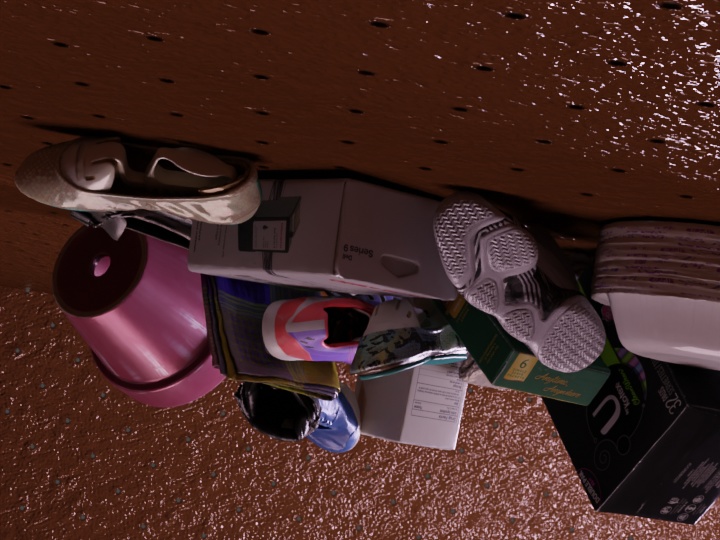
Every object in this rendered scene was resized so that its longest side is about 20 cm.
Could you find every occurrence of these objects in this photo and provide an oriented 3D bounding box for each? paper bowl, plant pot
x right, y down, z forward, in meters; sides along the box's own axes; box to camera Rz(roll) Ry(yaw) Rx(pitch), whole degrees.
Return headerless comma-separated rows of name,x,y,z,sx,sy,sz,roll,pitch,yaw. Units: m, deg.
paper bowl,0.289,0.026,1.493,0.200,0.105,0.201,10,175,1
plant pot,-0.248,0.032,2.040,0.199,0.201,0.179,5,158,31

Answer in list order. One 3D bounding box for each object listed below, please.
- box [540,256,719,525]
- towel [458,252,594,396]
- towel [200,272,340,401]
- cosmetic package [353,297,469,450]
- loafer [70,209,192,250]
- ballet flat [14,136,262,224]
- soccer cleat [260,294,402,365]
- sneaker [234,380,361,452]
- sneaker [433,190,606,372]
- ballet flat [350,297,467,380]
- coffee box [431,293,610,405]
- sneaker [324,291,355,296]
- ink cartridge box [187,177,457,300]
box,0.263,0.106,1.649,0.124,0.149,0.200,12,-143,-32
towel,0.198,0.056,1.785,0.132,0.035,0.200,12,136,-33
towel,-0.084,0.021,1.636,0.143,0.201,0.023,16,144,-39
cosmetic package,0.060,0.074,1.817,0.071,0.201,0.105,9,175,39
loafer,-0.208,-0.051,1.685,0.199,0.063,0.072,9,175,-4
ballet flat,-0.176,-0.082,1.437,0.199,0.068,0.062,6,147,-4
soccer cleat,-0.001,0.052,1.614,0.073,0.069,0.200,-5,176,39
sneaker,-0.059,0.133,1.701,0.076,0.111,0.200,-6,134,18
sneaker,0.122,-0.007,1.503,0.200,0.075,0.115,44,-167,-27
ballet flat,0.039,0.055,1.578,0.074,0.075,0.200,7,-177,20
coffee box,0.125,0.036,1.609,0.123,0.044,0.200,14,-152,-38
sneaker,0.000,0.000,1.708,0.072,0.073,0.200,35,177,-9
ink cartridge box,-0.029,-0.027,1.537,0.146,0.084,0.200,11,174,-42
